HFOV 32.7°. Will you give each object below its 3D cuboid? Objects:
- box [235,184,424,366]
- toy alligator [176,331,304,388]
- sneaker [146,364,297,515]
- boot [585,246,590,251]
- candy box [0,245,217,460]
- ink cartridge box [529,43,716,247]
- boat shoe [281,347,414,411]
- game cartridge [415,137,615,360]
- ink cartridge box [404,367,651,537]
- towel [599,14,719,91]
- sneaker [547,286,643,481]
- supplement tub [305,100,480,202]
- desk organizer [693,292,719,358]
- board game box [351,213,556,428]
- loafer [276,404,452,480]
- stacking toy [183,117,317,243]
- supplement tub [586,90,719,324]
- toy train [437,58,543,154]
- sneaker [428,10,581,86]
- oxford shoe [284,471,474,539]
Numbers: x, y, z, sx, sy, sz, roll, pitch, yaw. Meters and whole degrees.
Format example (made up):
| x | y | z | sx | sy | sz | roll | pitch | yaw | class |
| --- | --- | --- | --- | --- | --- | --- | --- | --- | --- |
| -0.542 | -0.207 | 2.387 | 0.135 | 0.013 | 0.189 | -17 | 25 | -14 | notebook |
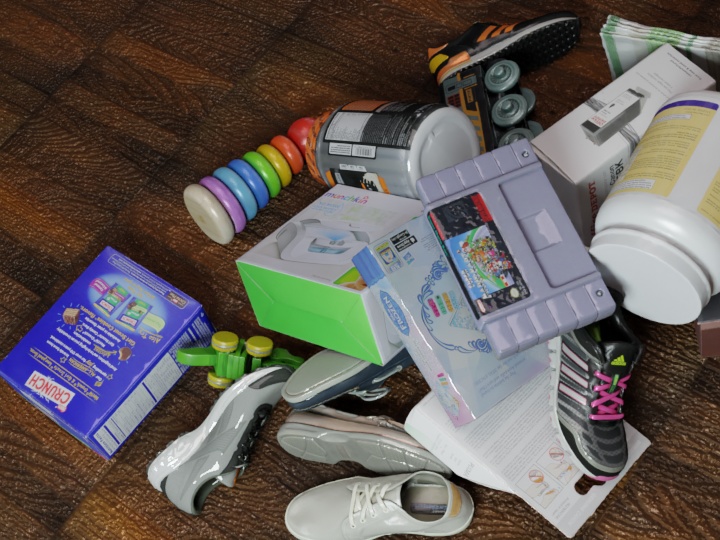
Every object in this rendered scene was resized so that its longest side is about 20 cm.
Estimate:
| x | y | z | sx | sy | sz | roll | pitch | yaw | class |
| --- | --- | --- | --- | --- | --- | --- | --- | --- | --- |
| 0.000 | 0.000 | 1.348 | 0.200 | 0.097 | 0.176 | 15 | 43 | 43 | box |
| -0.106 | 0.103 | 1.392 | 0.199 | 0.060 | 0.054 | 8 | 24 | 2 | toy alligator |
| -0.137 | 0.181 | 1.331 | 0.200 | 0.074 | 0.079 | -46 | 68 | 2 | sneaker |
| 0.240 | 0.024 | 1.340 | 0.200 | 0.073 | 0.091 | 25 | 80 | 31 | boot |
| -0.295 | 0.094 | 1.435 | 0.169 | 0.077 | 0.200 | 30 | 68 | 30 | candy box |
| 0.295 | -0.133 | 1.372 | 0.200 | 0.147 | 0.083 | -36 | 56 | -8 | ink cartridge box |
| 0.006 | 0.102 | 1.329 | 0.200 | 0.062 | 0.075 | -33 | 32 | -27 | boat shoe |
| 0.146 | -0.024 | 1.195 | 0.129 | 0.038 | 0.201 | -20 | 67 | -11 | game cartridge |
| 0.170 | 0.166 | 1.251 | 0.200 | 0.050 | 0.161 | 40 | 54 | 15 | ink cartridge box |
| 0.382 | -0.234 | 1.413 | 0.199 | 0.149 | 0.031 | 16 | 77 | 24 | towel |
| 0.235 | 0.103 | 1.203 | 0.073 | 0.087 | 0.201 | 4 | 72 | -28 | sneaker |
| 0.033 | -0.138 | 1.443 | 0.200 | 0.123 | 0.123 | 11 | 58 | 49 | supplement tub |
| 0.378 | -0.013 | 1.308 | 0.071 | 0.077 | 0.201 | -9 | 55 | 11 | desk organizer |
| 0.121 | 0.025 | 1.250 | 0.200 | 0.043 | 0.199 | -29 | 85 | -33 | board game box |
| 0.009 | 0.172 | 1.300 | 0.199 | 0.072 | 0.063 | 6 | 52 | 24 | loafer |
| -0.122 | -0.123 | 1.538 | 0.200 | 0.086 | 0.085 | -40 | 55 | -20 | stacking toy |
| 0.322 | -0.063 | 1.220 | 0.145 | 0.146 | 0.200 | 22 | 65 | 28 | supplement tub |
| 0.158 | -0.165 | 1.481 | 0.114 | 0.085 | 0.201 | -19 | 55 | 20 | toy train |
| 0.179 | -0.295 | 1.563 | 0.199 | 0.070 | 0.090 | -25 | 56 | 1 | sneaker |
| 0.015 | 0.240 | 1.257 | 0.199 | 0.058 | 0.075 | -5 | 59 | 16 | oxford shoe |
